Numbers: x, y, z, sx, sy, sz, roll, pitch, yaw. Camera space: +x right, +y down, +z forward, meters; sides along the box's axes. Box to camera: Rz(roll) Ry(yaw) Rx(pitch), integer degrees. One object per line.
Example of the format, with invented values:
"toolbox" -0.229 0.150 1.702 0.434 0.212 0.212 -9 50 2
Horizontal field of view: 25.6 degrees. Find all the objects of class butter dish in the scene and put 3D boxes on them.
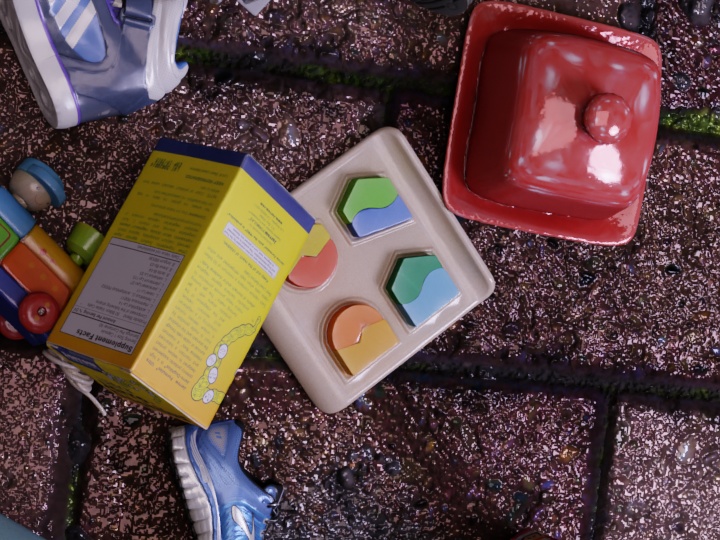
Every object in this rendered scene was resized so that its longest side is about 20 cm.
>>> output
"butter dish" 0.190 -0.131 1.391 0.198 0.148 0.201 10 89 -15

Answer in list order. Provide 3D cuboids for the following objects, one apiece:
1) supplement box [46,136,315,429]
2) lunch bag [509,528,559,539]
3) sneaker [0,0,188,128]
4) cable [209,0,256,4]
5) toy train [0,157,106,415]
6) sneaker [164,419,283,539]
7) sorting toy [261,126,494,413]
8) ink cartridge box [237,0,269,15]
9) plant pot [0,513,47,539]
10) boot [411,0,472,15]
"supplement box" -0.144 0.008 1.291 0.110 0.108 0.201 44 68 -46
"lunch bag" 0.193 0.336 1.405 0.082 0.176 0.201 -29 100 -12
"sneaker" -0.221 -0.227 1.314 0.146 0.081 0.201 -23 96 -22
"cable" -0.077 -0.330 1.222 0.199 0.069 0.201 -28 104 19
"toy train" -0.249 0.011 1.320 0.200 0.085 0.116 47 66 -16
"sneaker" -0.101 0.222 1.368 0.089 0.079 0.201 -17 98 -11
"sorting toy" 0.000 0.000 1.404 0.200 0.036 0.186 -36 102 -11
"ink cartridge box" -0.124 -0.320 1.311 0.200 0.059 0.104 41 108 -20
"plant pot" -0.301 0.284 1.265 0.196 0.200 0.201 36 84 -7
"boot" 0.067 -0.341 1.333 0.182 0.072 0.200 44 59 -21
